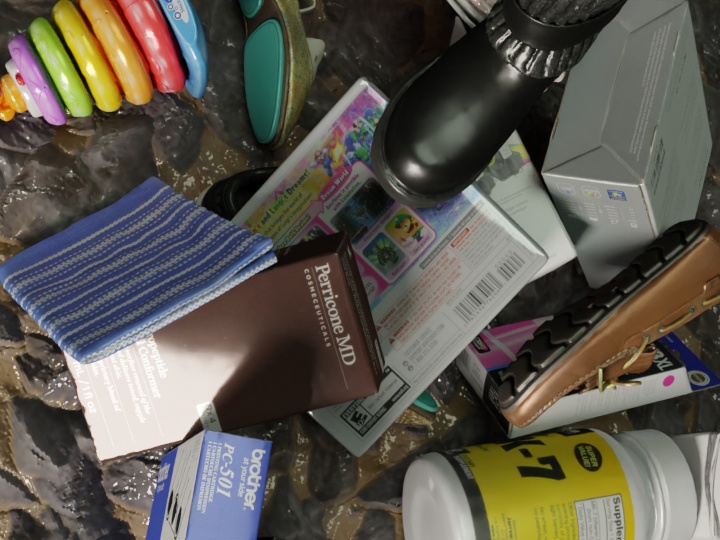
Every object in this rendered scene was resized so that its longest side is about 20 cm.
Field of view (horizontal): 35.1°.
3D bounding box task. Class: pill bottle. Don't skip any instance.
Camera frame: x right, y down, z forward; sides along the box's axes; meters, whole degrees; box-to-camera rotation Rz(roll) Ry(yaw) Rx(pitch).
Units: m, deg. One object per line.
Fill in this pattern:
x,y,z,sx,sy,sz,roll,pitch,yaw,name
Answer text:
0.141,0.180,0.849,0.198,0.114,0.116,-6,79,-19,pill bottle

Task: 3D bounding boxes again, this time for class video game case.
0.000,0.000,0.800,0.182,0.024,0.200,43,98,-5,video game case

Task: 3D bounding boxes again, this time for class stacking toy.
-0.216,-0.149,0.832,0.199,0.110,0.117,-29,89,-11,stacking toy

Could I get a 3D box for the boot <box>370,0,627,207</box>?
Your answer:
0.097,-0.140,0.717,0.079,0.158,0.211,41,73,-3,boot

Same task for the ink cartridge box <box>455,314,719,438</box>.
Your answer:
0.184,0.072,0.904,0.198,0.037,0.095,-9,35,-21,ink cartridge box

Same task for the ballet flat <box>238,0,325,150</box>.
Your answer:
-0.062,-0.195,0.904,0.070,0.071,0.202,-8,80,-19,ballet flat

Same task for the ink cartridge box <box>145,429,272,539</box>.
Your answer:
-0.104,0.161,0.729,0.044,0.200,0.095,12,74,-14,ink cartridge box

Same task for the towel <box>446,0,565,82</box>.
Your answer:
0.083,-0.219,0.901,0.032,0.191,0.200,-43,94,13,towel

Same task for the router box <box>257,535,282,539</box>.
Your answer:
-0.098,0.272,0.728,0.052,0.157,0.201,32,70,-8,router box

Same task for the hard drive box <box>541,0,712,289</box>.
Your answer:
0.216,-0.089,0.891,0.076,0.200,0.157,9,68,26,hard drive box

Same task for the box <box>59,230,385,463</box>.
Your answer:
-0.091,0.052,0.763,0.198,0.075,0.101,-16,101,7,box

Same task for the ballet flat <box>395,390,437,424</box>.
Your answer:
-0.035,0.068,0.856,0.199,0.071,0.065,38,96,-3,ballet flat

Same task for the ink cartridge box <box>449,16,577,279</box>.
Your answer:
0.088,-0.082,0.888,0.067,0.115,0.201,-25,85,-1,ink cartridge box

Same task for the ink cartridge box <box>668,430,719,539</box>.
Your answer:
0.322,0.172,0.862,0.144,0.200,0.086,12,74,-14,ink cartridge box

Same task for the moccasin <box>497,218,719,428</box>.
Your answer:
0.186,0.048,0.817,0.201,0.074,0.078,-38,103,-10,moccasin

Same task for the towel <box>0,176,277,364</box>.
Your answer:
-0.158,-0.007,0.766,0.144,0.200,0.024,-31,119,-21,towel

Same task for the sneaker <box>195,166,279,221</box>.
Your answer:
-0.021,-0.040,0.856,0.198,0.099,0.070,1,79,-17,sneaker
